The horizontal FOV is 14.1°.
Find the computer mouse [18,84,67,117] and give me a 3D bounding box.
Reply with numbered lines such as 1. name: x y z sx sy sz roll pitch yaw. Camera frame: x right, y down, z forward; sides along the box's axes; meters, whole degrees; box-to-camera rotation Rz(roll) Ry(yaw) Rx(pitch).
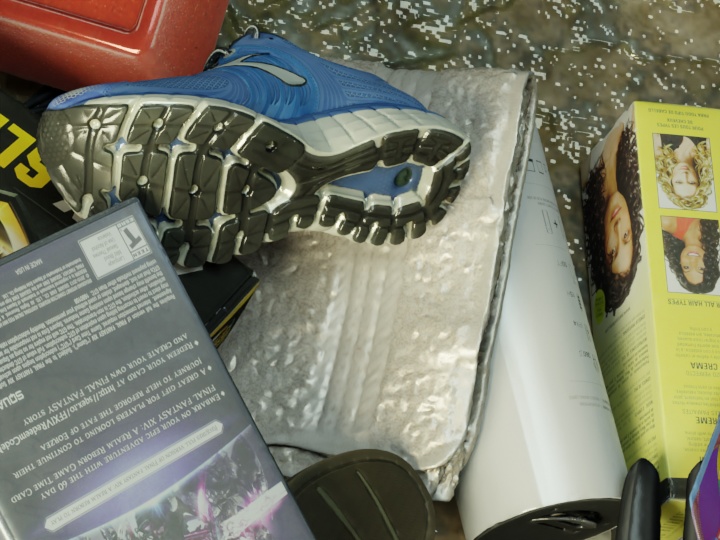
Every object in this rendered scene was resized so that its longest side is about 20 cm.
1. computer mouse: -0.129 0.007 1.307 0.109 0.044 0.200 -18 73 -24

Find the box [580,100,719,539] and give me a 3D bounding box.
1. box: 0.143 0.026 1.361 0.050 0.075 0.200 4 65 -17

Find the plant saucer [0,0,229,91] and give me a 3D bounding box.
1. plant saucer: -0.144 -0.190 1.323 0.199 0.037 0.200 17 87 8

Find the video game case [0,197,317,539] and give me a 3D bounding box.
1. video game case: -0.088 0.083 1.115 0.143 0.019 0.200 -28 92 -49

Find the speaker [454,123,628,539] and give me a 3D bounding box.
1. speaker: 0.065 0.027 1.333 0.081 0.081 0.200 -7 70 -19

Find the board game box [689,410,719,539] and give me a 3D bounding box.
1. board game box: 0.217 0.116 1.294 0.158 0.039 0.200 52 35 -18

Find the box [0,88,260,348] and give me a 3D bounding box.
1. box: -0.163 -0.001 1.191 0.200 0.049 0.160 36 40 6

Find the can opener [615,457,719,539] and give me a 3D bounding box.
1. can opener: 0.130 0.177 1.244 0.063 0.079 0.200 11 69 3

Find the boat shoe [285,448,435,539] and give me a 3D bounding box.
1. boat shoe: -0.044 0.140 1.195 0.072 0.068 0.200 56 43 -4

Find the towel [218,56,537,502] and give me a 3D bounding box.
1. towel: 0.000 0.000 1.300 0.132 0.034 0.200 6 76 19

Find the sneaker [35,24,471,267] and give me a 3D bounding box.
1. sneaker: -0.053 -0.055 1.233 0.200 0.079 0.089 1 31 -38
